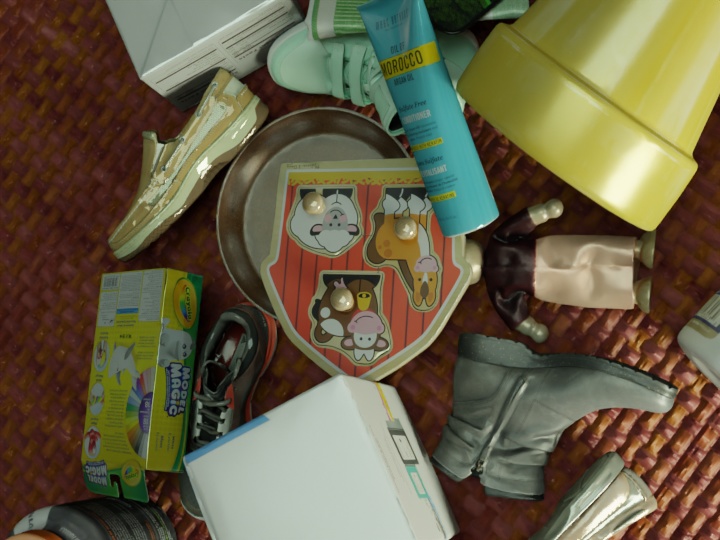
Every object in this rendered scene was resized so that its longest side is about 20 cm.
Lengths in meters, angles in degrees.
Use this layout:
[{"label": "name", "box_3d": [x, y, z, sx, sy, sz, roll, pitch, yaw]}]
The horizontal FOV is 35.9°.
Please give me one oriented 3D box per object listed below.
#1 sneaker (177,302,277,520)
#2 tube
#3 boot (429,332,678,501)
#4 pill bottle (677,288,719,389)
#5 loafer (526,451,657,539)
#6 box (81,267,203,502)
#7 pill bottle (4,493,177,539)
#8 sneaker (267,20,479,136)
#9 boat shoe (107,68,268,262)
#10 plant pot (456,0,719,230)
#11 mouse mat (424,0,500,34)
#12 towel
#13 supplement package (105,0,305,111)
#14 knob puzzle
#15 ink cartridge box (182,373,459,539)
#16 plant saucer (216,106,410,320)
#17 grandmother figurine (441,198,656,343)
[{"label": "sneaker", "box_3d": [-0.133, 0.124, 1.002, 0.076, 0.082, 0.204, 10, 85, 14]}, {"label": "tube", "box_3d": [0.057, -0.130, 0.904, 0.077, 0.050, 0.203, -11, 104, 48]}, {"label": "boot", "box_3d": [0.164, 0.134, 0.947, 0.197, 0.070, 0.134, 9, 86, 26]}, {"label": "pill bottle", "box_3d": [0.360, 0.021, 0.887, 0.111, 0.111, 0.200, 44, 94, 14]}, {"label": "loafer", "box_3d": [0.166, 0.245, 0.928, 0.063, 0.072, 0.200, 41, 90, 7]}, {"label": "box", "box_3d": [-0.200, 0.103, 1.007, 0.116, 0.048, 0.204, -3, 77, 47]}, {"label": "pill bottle", "box_3d": [-0.238, 0.251, 0.949, 0.104, 0.200, 0.108, -2, 82, 12]}, {"label": "sneaker", "box_3d": [0.003, -0.170, 0.985, 0.197, 0.075, 0.119, 0, 40, 11]}, {"label": "boat shoe", "box_3d": [-0.176, -0.101, 1.037, 0.076, 0.072, 0.201, 42, 87, -16]}, {"label": "plant pot", "box_3d": [0.207, -0.167, 0.883, 0.200, 0.200, 0.190, 38, 105, 14]}, {"label": "mouse mat", "box_3d": [0.068, -0.295, 0.991, 0.161, 0.008, 0.199, -41, 58, -17]}, {"label": "towel", "box_3d": [0.052, -0.265, 1.000, 0.196, 0.024, 0.154, -3, 48, 11]}, {"label": "supplement package", "box_3d": [-0.160, -0.284, 1.043, 0.154, 0.111, 0.202, -27, 77, 8]}, {"label": "knob puzzle", "box_3d": [0.000, 0.000, 0.965, 0.216, 0.030, 0.224, -4, 78, 17]}, {"label": "ink cartridge box", "box_3d": [-0.023, 0.186, 0.909, 0.145, 0.200, 0.148, -27, 76, 8]}, {"label": "plant saucer", "box_3d": [-0.036, -0.048, 1.026, 0.196, 0.034, 0.204, -2, 81, 13]}, {"label": "grandmother figurine", "box_3d": [0.153, 0.000, 0.967, 0.196, 0.060, 0.124, 6, 85, 16]}]
